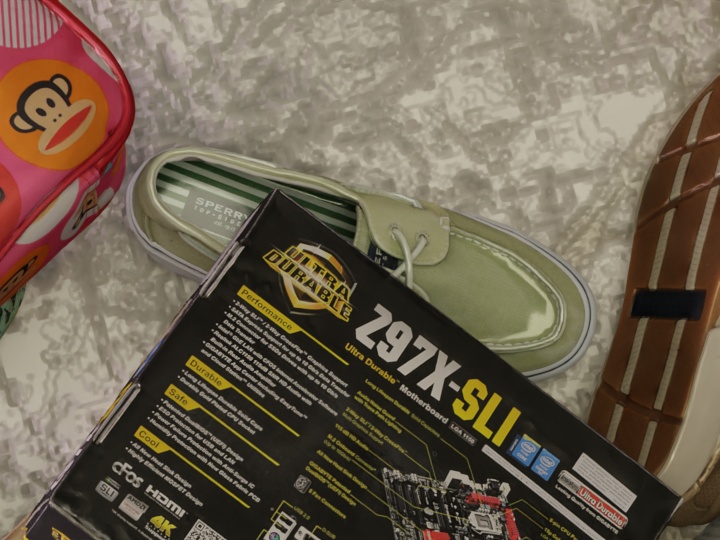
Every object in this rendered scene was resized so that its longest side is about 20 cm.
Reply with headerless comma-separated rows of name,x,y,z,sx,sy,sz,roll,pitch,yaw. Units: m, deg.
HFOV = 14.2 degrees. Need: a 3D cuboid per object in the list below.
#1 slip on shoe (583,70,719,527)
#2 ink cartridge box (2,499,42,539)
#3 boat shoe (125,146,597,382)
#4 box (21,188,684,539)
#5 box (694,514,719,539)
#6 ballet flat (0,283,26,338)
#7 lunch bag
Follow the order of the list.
slip on shoe,0.151,0.007,1.175,0.060,0.076,0.201,29,73,-40
ink cartridge box,-0.027,0.132,1.120,0.200,0.075,0.165,44,61,2
boat shoe,0.000,0.000,1.163,0.199,0.062,0.073,15,85,-3
box,-0.001,0.092,1.077,0.200,0.049,0.160,36,60,-3
box,0.132,0.150,1.149,0.200,0.082,0.049,-45,90,-5
ballet flat,-0.210,0.053,1.124,0.199,0.074,0.075,-25,87,-20
lunch bag,-0.201,-0.046,1.083,0.176,0.082,0.200,42,72,5
